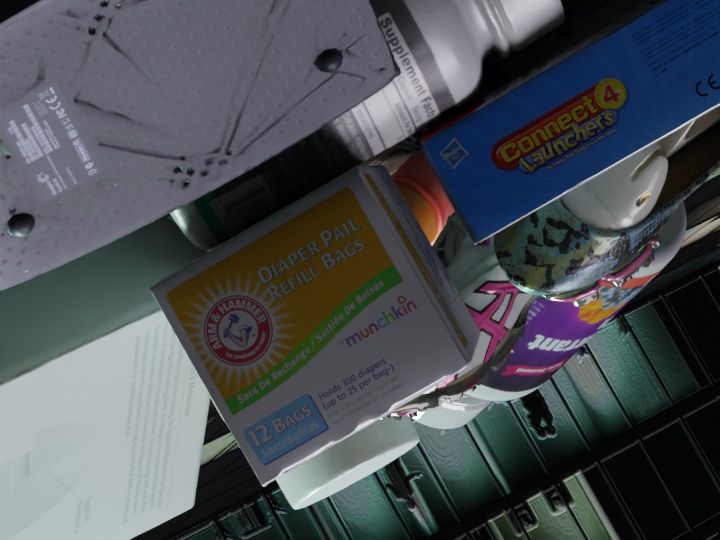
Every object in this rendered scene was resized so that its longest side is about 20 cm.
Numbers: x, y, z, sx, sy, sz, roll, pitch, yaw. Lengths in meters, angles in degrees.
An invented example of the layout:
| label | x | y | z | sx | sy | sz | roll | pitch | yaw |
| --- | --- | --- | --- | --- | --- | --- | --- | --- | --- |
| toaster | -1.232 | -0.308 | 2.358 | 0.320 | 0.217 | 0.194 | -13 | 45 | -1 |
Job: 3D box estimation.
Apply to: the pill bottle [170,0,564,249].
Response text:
| label | x | y | z | sx | sy | sz | roll | pitch | yaw |
| --- | --- | --- | --- | --- | --- | --- | --- | --- | --- |
| pill bottle | -0.015 | -0.105 | 1.288 | 0.199 | 0.114 | 0.113 | -30 | 172 | -1 |

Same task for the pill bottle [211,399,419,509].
| label | x | y | z | sx | sy | sz | roll | pitch | yaw |
| --- | --- | --- | --- | --- | --- | --- | --- | --- | --- |
| pill bottle | -0.049 | 0.037 | 1.723 | 0.114 | 0.201 | 0.114 | -28 | 172 | -4 |

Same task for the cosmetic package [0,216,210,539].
| label | x | y | z | sx | sy | sz | roll | pitch | yaw |
| --- | --- | --- | --- | --- | --- | --- | --- | --- | --- |
| cosmetic package | -0.189 | 0.066 | 1.479 | 0.199 | 0.123 | 0.200 | -24 | 147 | -28 |

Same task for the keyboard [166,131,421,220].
| label | x | y | z | sx | sy | sz | roll | pitch | yaw |
| --- | --- | --- | --- | --- | --- | --- | --- | --- | --- |
| keyboard | -0.023 | -0.051 | 1.437 | 0.127 | 0.021 | 0.200 | -26 | 172 | 7 |

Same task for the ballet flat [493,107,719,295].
| label | x | y | z | sx | sy | sz | roll | pitch | yaw |
| --- | --- | --- | --- | --- | --- | --- | --- | --- | --- |
| ballet flat | 0.144 | -0.062 | 1.412 | 0.200 | 0.074 | 0.074 | -40 | 178 | -31 |

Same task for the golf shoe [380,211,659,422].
| label | x | y | z | sx | sy | sz | roll | pitch | yaw |
| --- | --- | --- | --- | --- | --- | --- | --- | --- | --- |
| golf shoe | 0.059 | -0.002 | 1.465 | 0.200 | 0.092 | 0.073 | -36 | -150 | -18 |

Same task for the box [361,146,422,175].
| label | x | y | z | sx | sy | sz | roll | pitch | yaw |
| --- | --- | --- | --- | --- | --- | --- | --- | --- | --- |
| box | -0.027 | -0.073 | 1.593 | 0.100 | 0.075 | 0.200 | -33 | 173 | 22 |

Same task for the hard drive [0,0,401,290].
| label | x | y | z | sx | sy | sz | roll | pitch | yaw |
| --- | --- | --- | --- | --- | --- | --- | --- | --- | --- |
| hard drive | -0.093 | -0.085 | 1.176 | 0.199 | 0.042 | 0.135 | -28 | 136 | -2 |

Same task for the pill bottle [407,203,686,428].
| label | x | y | z | sx | sy | sz | roll | pitch | yaw |
| --- | --- | --- | --- | --- | --- | --- | --- | --- | --- |
| pill bottle | 0.088 | 0.005 | 1.629 | 0.111 | 0.112 | 0.200 | -21 | 161 | -46 |

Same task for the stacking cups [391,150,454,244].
| label | x | y | z | sx | sy | sz | roll | pitch | yaw |
| --- | --- | --- | --- | --- | --- | --- | --- | --- | --- |
| stacking cups | 0.000 | 0.000 | 1.517 | 0.060 | 0.061 | 0.200 | -39 | -173 | 48 |

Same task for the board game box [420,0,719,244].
| label | x | y | z | sx | sy | sz | roll | pitch | yaw |
| --- | --- | --- | --- | --- | --- | --- | --- | --- | --- |
| board game box | 0.127 | -0.104 | 1.361 | 0.199 | 0.056 | 0.196 | -30 | -170 | 8 |

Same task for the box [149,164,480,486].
| label | x | y | z | sx | sy | sz | roll | pitch | yaw |
| --- | --- | --- | --- | --- | --- | --- | --- | --- | --- |
| box | -0.016 | 0.021 | 1.317 | 0.112 | 0.102 | 0.200 | -30 | 180 | 4 |
